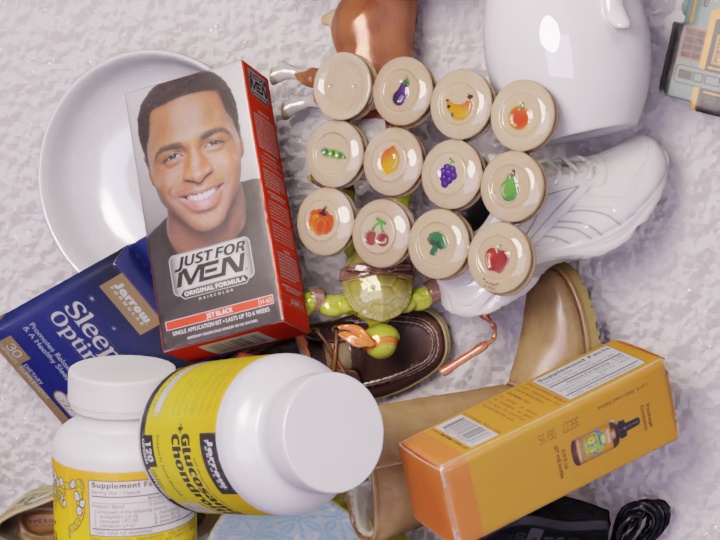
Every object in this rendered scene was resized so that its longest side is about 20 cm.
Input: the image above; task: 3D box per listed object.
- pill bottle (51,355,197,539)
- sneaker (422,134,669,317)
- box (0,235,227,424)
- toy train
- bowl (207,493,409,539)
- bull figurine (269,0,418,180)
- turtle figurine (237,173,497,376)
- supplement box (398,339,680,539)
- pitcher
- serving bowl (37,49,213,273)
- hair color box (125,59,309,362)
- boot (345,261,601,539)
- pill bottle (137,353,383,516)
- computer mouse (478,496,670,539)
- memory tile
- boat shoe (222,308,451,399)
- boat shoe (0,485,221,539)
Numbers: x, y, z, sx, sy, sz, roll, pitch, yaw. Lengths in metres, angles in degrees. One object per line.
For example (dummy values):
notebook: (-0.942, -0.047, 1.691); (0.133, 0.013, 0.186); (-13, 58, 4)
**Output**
pill bottle: (-0.181, 0.173, 1.513); (0.112, 0.113, 0.202); (4, 103, 18)
sneaker: (0.132, -0.051, 1.430); (0.199, 0.078, 0.100); (-32, 118, -4)
box: (-0.194, 0.055, 1.556); (0.199, 0.032, 0.121); (-27, 110, 36)
toy train: (0.284, -0.194, 1.398); (0.113, 0.085, 0.202); (16, 101, 26)
bowl: (-0.017, 0.251, 1.520); (0.198, 0.107, 0.202); (8, 105, 32)
bull figurine: (-0.004, -0.164, 1.492); (0.120, 0.065, 0.202); (5, 80, 18)
turtle figurine: (0.000, 0.000, 1.483); (0.198, 0.064, 0.163); (-6, 73, -4)
supplement box: (0.129, 0.120, 1.399); (0.198, 0.069, 0.067); (-22, 112, -21)
pitcher: (0.154, -0.199, 1.400); (0.120, 0.171, 0.202); (-10, 89, -26)
serving bowl: (-0.154, -0.074, 1.563); (0.198, 0.066, 0.202); (2, 96, 18)
hair color box: (-0.107, -0.043, 1.458); (0.101, 0.061, 0.202); (-15, 75, 16)
boot: (0.081, 0.094, 1.439); (0.198, 0.066, 0.177); (-10, 94, -25)
pill bottle: (-0.070, 0.117, 1.394); (0.199, 0.111, 0.113); (-10, 93, 58)
computer mouse: (0.128, 0.211, 1.454); (0.053, 0.199, 0.139); (45, 115, 46)
memory tile: (0.044, -0.073, 1.408); (0.198, 0.017, 0.155); (12, 95, 31)
boat shoe: (-0.029, 0.073, 1.532); (0.198, 0.072, 0.073); (-8, 94, 18)
boat shoe: (-0.205, 0.203, 1.610); (0.198, 0.063, 0.074); (-13, 91, 19)
